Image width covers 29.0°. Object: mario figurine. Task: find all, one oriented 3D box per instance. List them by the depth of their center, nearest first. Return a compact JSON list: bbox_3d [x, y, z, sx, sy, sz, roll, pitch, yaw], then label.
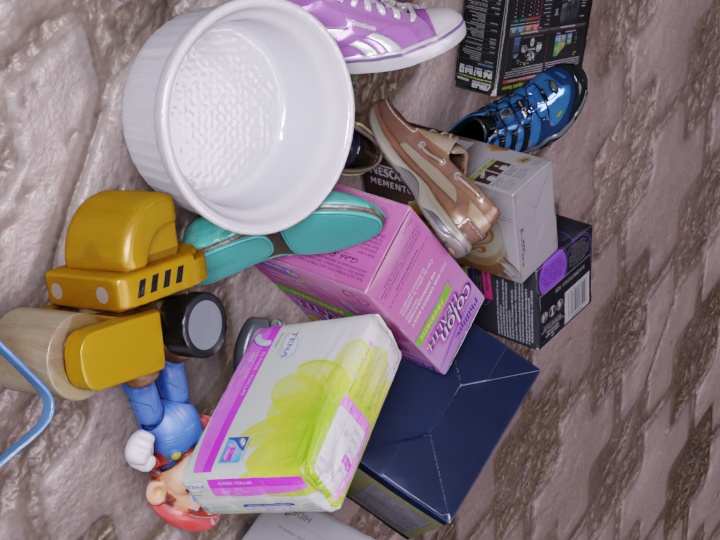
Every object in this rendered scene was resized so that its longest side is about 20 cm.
[{"bbox_3d":[-0.161,0.163,1.322,0.122,0.106,0.201,-17,118,-9],"label":"mario figurine"}]

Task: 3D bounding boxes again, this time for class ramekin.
[{"bbox_3d":[-0.111,-0.137,1.218,0.199,0.097,0.202,-9,104,-38],"label":"ramekin"}]

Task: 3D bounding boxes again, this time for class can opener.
[{"bbox_3d":[-0.115,0.145,1.445,0.066,0.053,0.202,9,101,-22],"label":"can opener"}]

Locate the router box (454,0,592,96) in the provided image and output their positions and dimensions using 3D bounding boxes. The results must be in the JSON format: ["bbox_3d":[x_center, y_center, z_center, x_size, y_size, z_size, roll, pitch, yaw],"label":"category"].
[{"bbox_3d":[0.196,-0.292,1.625,0.199,0.062,0.151,-18,120,-49],"label":"router box"}]

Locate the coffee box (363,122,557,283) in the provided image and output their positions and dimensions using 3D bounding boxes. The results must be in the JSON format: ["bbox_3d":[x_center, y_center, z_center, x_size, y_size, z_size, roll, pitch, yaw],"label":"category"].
[{"bbox_3d":[0.105,-0.076,1.487,0.080,0.199,0.115,-40,136,-37],"label":"coffee box"}]

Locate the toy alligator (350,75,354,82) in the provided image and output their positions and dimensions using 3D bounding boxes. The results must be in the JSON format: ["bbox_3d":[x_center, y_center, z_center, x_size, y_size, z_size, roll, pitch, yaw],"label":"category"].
[{"bbox_3d":[-0.017,-0.281,1.350,0.054,0.059,0.201,-92,179,-56],"label":"toy alligator"}]

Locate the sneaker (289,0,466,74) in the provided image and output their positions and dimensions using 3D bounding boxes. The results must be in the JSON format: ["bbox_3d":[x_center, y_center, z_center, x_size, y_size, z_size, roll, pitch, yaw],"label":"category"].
[{"bbox_3d":[-0.001,-0.246,1.299,0.199,0.073,0.115,-10,117,-6],"label":"sneaker"}]

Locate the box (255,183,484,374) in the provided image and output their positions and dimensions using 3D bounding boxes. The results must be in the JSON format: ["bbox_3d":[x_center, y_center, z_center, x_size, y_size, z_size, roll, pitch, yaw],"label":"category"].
[{"bbox_3d":[0.000,0.000,1.404,0.097,0.175,0.200,-62,145,-12],"label":"box"}]

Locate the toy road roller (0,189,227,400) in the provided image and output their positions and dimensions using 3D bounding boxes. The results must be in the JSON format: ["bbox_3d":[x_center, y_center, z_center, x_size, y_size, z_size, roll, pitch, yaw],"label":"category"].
[{"bbox_3d":[-0.217,0.014,1.173,0.199,0.122,0.147,-22,110,-50],"label":"toy road roller"}]

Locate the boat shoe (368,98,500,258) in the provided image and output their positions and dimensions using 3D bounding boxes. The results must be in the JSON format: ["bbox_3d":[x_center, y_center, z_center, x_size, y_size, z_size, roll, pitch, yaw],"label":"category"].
[{"bbox_3d":[0.075,-0.102,1.386,0.072,0.201,0.076,-35,150,6],"label":"boat shoe"}]

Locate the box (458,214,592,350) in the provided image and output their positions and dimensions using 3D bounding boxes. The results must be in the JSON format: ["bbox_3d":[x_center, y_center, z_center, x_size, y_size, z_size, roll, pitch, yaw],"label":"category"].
[{"bbox_3d":[0.149,-0.008,1.581,0.122,0.199,0.107,-35,132,-39],"label":"box"}]

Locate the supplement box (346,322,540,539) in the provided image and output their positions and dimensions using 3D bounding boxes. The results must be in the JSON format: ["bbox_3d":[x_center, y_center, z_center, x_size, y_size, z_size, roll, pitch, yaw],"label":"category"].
[{"bbox_3d":[0.070,0.171,1.541,0.201,0.134,0.200,-56,-179,-19],"label":"supplement box"}]

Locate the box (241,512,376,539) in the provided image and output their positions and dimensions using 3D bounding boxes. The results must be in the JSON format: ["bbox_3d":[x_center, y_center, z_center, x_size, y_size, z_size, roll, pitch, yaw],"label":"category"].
[{"bbox_3d":[-0.036,0.387,1.525,0.172,0.199,0.200,-52,142,-21],"label":"box"}]

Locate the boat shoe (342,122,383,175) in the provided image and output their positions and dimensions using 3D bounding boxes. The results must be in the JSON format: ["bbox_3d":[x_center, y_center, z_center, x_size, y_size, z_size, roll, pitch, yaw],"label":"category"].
[{"bbox_3d":[-0.051,-0.135,1.368,0.199,0.059,0.072,15,94,-55],"label":"boat shoe"}]

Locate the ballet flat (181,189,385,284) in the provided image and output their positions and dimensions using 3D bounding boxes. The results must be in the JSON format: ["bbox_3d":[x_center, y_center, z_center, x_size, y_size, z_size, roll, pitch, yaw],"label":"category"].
[{"bbox_3d":[-0.077,-0.046,1.292,0.068,0.198,0.071,65,12,-50],"label":"ballet flat"}]

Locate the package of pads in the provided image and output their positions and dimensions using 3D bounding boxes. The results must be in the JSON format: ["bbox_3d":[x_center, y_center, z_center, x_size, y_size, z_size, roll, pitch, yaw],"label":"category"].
[{"bbox_3d":[-0.058,0.132,1.297,0.068,0.153,0.201,57,40,-33],"label":"package of pads"}]

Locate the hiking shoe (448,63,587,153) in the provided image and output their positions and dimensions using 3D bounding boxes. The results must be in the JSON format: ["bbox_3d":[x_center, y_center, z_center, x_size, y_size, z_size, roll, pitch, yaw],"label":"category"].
[{"bbox_3d":[0.167,-0.160,1.555,0.200,0.075,0.087,-37,166,22],"label":"hiking shoe"}]

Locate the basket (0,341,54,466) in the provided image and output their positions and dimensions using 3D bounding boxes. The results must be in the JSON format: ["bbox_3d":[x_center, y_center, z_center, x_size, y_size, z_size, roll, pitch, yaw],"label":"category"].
[{"bbox_3d":[-0.336,0.085,1.002,0.176,0.139,0.201,-45,108,-30],"label":"basket"}]
